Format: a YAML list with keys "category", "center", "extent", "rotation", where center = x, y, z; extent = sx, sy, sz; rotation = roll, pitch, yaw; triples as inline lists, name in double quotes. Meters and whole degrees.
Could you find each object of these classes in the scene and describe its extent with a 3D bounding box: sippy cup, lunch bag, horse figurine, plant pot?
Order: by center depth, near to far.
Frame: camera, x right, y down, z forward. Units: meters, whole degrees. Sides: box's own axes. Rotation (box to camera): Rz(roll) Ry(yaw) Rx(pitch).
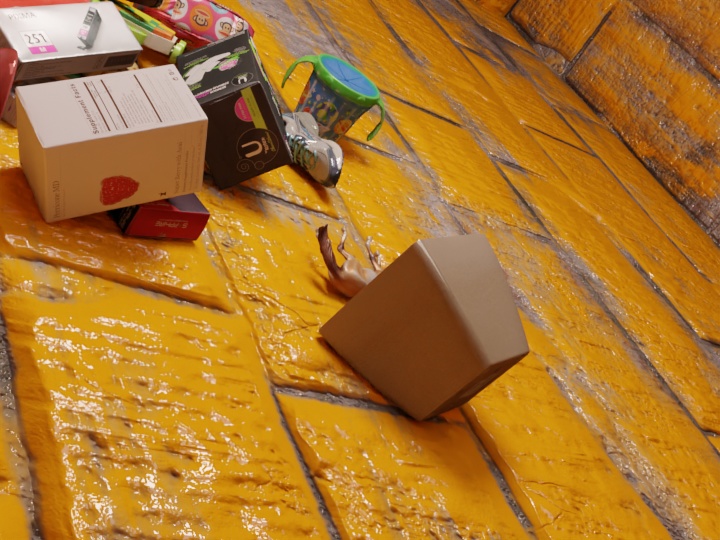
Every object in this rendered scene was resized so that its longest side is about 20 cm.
- category: "plant pot"
  center: [0.104, 0.084, 1.486]
  extent: [0.200, 0.200, 0.177]
  rotation: [-7, 58, -57]
- category: "horse figurine"
  center: [0.000, 0.000, 1.641]
  extent: [0.200, 0.050, 0.133]
  rotation: [23, 43, -46]
- category: "lunch bag"
  center: [-0.300, -0.422, 1.938]
  extent: [0.200, 0.082, 0.176]
  rotation: [22, -8, -29]
- category: "sippy cup"
  center: [-0.054, -0.304, 2.043]
  extent: [0.178, 0.130, 0.140]
  rotation: [45, 26, 20]

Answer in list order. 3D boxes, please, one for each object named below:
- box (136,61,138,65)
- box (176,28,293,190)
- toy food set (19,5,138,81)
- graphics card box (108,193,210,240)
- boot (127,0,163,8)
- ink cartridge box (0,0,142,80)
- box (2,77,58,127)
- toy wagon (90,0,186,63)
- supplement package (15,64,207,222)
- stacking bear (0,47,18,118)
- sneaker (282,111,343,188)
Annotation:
- category: "box"
  center: [-0.440, -0.348, 1.708]
  extent: [0.200, 0.048, 0.158]
  rotation: [23, 25, -28]
- category: "box"
  center: [-0.191, -0.245, 1.689]
  extent: [0.200, 0.124, 0.149]
  rotation: [-106, 174, -55]
- category: "toy food set"
  center: [-0.418, -0.327, 1.583]
  extent: [0.198, 0.049, 0.200]
  rotation: [10, 39, -42]
- category: "graphics card box"
  center: [-0.301, -0.123, 1.479]
  extent: [0.125, 0.051, 0.200]
  rotation: [2, 39, -51]
- category: "boot"
  center: [-0.410, -0.450, 1.698]
  extent: [0.200, 0.069, 0.188]
  rotation: [0, 19, -35]
- category: "ink cartridge box"
  center: [-0.420, -0.343, 1.511]
  extent: [0.200, 0.044, 0.174]
  rotation: [-19, 71, -47]
- category: "box"
  center: [-0.436, -0.245, 1.534]
  extent: [0.039, 0.041, 0.200]
  rotation: [34, 25, -3]
- category: "toy wagon"
  center: [-0.349, -0.376, 1.743]
  extent: [0.155, 0.040, 0.200]
  rotation: [27, 11, -12]
- category: "supplement package"
  center: [-0.302, -0.156, 1.356]
  extent: [0.200, 0.121, 0.120]
  rotation: [-14, 51, -25]
- category: "stacking bear"
  center: [-0.527, -0.249, 1.343]
  extent: [0.200, 0.114, 0.122]
  rotation: [18, 29, -26]
- category: "sneaker"
  center: [-0.100, -0.202, 1.887]
  extent: [0.086, 0.078, 0.200]
  rotation: [1, 33, -34]
